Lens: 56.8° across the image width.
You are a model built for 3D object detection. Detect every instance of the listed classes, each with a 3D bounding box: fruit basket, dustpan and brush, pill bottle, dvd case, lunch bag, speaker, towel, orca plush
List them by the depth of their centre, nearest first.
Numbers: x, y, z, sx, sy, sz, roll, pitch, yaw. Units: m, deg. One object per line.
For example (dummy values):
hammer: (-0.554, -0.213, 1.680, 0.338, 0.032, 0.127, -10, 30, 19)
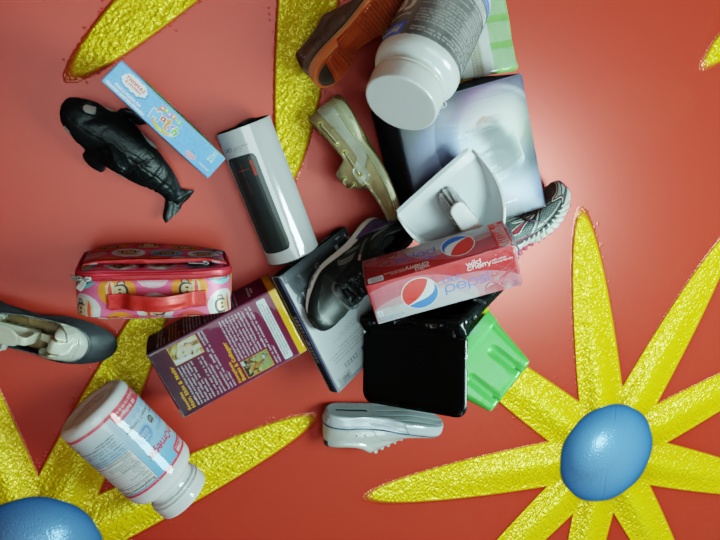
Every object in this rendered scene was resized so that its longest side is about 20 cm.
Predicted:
pill bottle: (0.086, -0.286, 0.858, 0.114, 0.114, 0.200, 34, 64, -20)
orca plush: (-0.313, -0.137, 0.875, 0.105, 0.071, 0.200, -23, 125, 11)
lunch bag: (-0.270, 0.018, 0.880, 0.199, 0.176, 0.082, -1, 104, -15)
dustpan and brush: (0.160, -0.050, 0.917, 0.140, 0.057, 0.200, -41, 125, 6)
speaker: (-0.130, -0.114, 0.939, 0.081, 0.081, 0.201, -22, 108, -9)
pill bottle: (-0.321, 0.262, 0.961, 0.109, 0.109, 0.200, -39, 110, -3)
towel: (0.124, -0.348, 0.968, 0.199, 0.031, 0.150, -11, 94, -15)
dvd case: (-0.034, 0.057, 0.996, 0.150, 0.025, 0.201, -40, 114, -39)
fruit basket: (0.160, 0.109, 1.035, 0.215, 0.216, 0.156, 38, 90, -20)

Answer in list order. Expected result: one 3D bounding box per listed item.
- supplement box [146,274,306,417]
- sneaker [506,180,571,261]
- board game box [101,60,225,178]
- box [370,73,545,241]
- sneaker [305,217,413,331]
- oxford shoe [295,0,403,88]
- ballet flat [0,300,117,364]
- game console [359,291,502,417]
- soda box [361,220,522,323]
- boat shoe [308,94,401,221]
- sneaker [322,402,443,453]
supplement box: (-0.195, 0.106, 0.970, 0.200, 0.086, 0.111, -28, 109, -8)
sneaker: (0.249, -0.072, 1.053, 0.200, 0.081, 0.075, -43, 108, -2)
board game box: (-0.241, -0.187, 0.826, 0.151, 0.200, 0.037, 43, 88, -20)
box: (0.143, -0.166, 0.979, 0.199, 0.123, 0.199, -19, 106, -11)
sneaker: (0.000, 0.000, 0.945, 0.076, 0.087, 0.200, 47, 66, -29)
oxford shoe: (-0.011, -0.347, 0.909, 0.200, 0.073, 0.071, -44, 153, 7)
ballet flat: (-0.438, 0.092, 0.909, 0.199, 0.073, 0.073, 19, 97, -19)
game console: (0.103, 0.103, 0.965, 0.176, 0.200, 0.117, -39, 114, -36)
soda box: (0.107, 0.003, 0.884, 0.199, 0.063, 0.070, -16, 123, 5)
boat shoe: (-0.006, -0.151, 0.958, 0.066, 0.074, 0.200, -30, 86, 3)
sneaker: (0.034, 0.258, 1.085, 0.199, 0.073, 0.071, 7, 111, -8)
